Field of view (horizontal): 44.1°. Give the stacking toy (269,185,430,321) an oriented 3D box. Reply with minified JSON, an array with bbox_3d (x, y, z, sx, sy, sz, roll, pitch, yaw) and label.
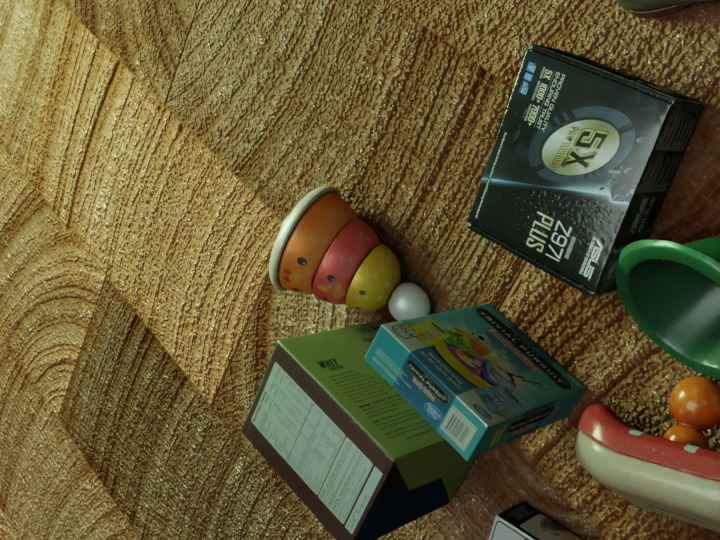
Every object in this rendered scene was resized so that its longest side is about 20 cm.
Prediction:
[{"bbox_3d":[0.000,0.000,1.091,0.199,0.146,0.148,30,114,17],"label":"stacking toy"}]

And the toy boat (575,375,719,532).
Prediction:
[{"bbox_3d":[0.306,0.163,0.842,0.198,0.130,0.132,11,72,39],"label":"toy boat"}]

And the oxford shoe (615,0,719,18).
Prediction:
[{"bbox_3d":[0.316,-0.277,0.797,0.198,0.074,0.071,-15,84,41],"label":"oxford shoe"}]

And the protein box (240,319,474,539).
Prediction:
[{"bbox_3d":[0.008,0.180,1.035,0.200,0.197,0.136,41,119,30],"label":"protein box"}]

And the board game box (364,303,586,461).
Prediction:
[{"bbox_3d":[0.123,0.106,0.925,0.151,0.199,0.047,43,120,29],"label":"board game box"}]

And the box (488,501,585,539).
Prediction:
[{"bbox_3d":[0.224,0.354,0.955,0.199,0.060,0.118,28,112,36],"label":"box"}]

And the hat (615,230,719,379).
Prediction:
[{"bbox_3d":[0.362,-0.015,0.819,0.166,0.176,0.200,52,162,-12],"label":"hat"}]

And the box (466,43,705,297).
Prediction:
[{"bbox_3d":[0.219,-0.102,0.894,0.163,0.086,0.202,33,115,33],"label":"box"}]
